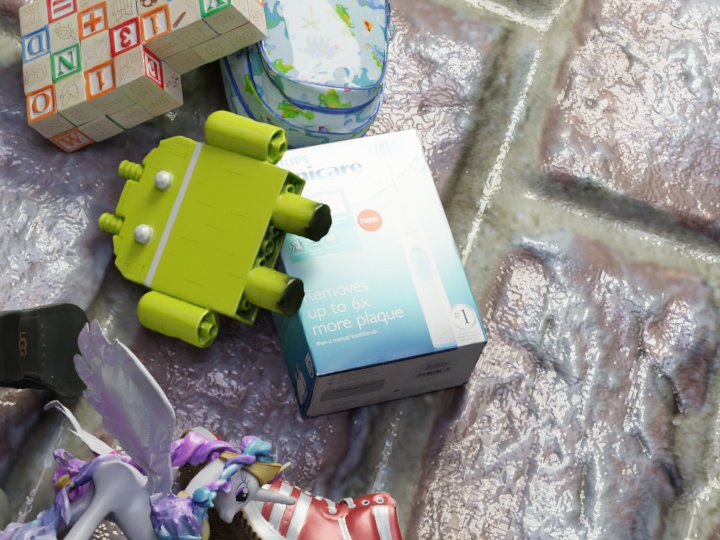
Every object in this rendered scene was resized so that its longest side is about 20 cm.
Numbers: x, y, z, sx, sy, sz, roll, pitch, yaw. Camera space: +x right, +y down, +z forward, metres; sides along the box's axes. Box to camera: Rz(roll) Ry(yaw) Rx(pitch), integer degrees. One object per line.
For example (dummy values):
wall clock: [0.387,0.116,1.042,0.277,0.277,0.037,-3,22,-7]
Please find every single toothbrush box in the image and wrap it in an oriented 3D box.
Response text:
toothbrush box: [0.000,0.000,1.590,0.145,0.085,0.201,-10,64,-16]

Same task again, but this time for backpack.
backpack: [-0.047,-0.188,1.658,0.162,0.154,0.202,11,73,-22]

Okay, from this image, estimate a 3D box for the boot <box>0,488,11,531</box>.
boot: [-0.210,0.257,1.419,0.198,0.073,0.183,12,74,3]

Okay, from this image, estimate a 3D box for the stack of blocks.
stack of blocks: [-0.177,-0.189,1.607,0.199,0.059,0.116,-21,61,20]

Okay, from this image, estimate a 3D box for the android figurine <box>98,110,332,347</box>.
android figurine: [-0.120,-0.035,1.554,0.199,0.041,0.183,20,86,30]

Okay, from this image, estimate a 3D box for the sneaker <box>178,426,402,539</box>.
sneaker: [-0.046,0.182,1.494,0.112,0.072,0.200,-23,57,-34]

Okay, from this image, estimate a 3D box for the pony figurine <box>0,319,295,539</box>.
pony figurine: [-0.166,0.158,1.398,0.193,0.167,0.200,39,62,4]

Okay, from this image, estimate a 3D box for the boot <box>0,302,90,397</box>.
boot: [-0.311,0.057,1.487,0.173,0.200,0.070,-1,83,22]
